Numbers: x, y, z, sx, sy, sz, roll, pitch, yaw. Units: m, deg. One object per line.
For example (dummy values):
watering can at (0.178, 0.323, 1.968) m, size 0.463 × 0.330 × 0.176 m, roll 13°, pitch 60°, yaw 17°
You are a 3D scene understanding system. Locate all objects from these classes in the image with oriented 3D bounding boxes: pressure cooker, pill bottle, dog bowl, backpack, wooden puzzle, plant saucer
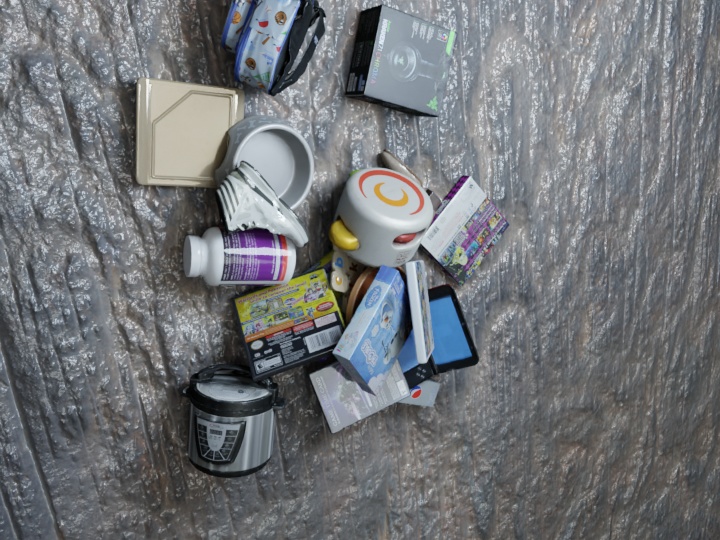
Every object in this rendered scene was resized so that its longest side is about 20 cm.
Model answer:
pressure cooker at (-0.256, 0.282, 1.191) m, size 0.175 × 0.178 × 0.201 m, roll -3°, pitch 106°, yaw -40°
pill bottle at (-0.232, -0.027, 1.153) m, size 0.199 × 0.112 × 0.113 m, roll 1°, pitch 103°, yaw -28°
dog bowl at (-0.176, -0.194, 1.151) m, size 0.199 × 0.059 × 0.201 m, roll -12°, pitch 111°, yaw -34°
backpack at (-0.160, -0.411, 1.052) m, size 0.153 × 0.200 × 0.191 m, roll 18°, pitch 104°, yaw 1°
wooden puzzle at (-0.312, -0.248, 1.101) m, size 0.199 × 0.037 × 0.186 m, roll -3°, pitch 105°, yaw -32°
plant saucer at (0.036, 0.079, 1.268) m, size 0.200 × 0.032 × 0.202 m, roll -17°, pitch 112°, yaw -46°

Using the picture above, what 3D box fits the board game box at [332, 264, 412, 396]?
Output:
board game box at (0.038, 0.125, 1.194) m, size 0.200 × 0.043 × 0.200 m, roll -59°, pitch 150°, yaw -19°

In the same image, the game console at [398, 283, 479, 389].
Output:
game console at (0.146, 0.155, 1.361) m, size 0.172 × 0.118 × 0.201 m, roll -23°, pitch 94°, yaw -33°

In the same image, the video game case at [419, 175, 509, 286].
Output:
video game case at (0.243, -0.092, 1.426) m, size 0.181 × 0.036 × 0.200 m, roll 42°, pitch 83°, yaw -29°

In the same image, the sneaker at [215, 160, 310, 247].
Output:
sneaker at (-0.189, -0.092, 1.102) m, size 0.115 × 0.076 × 0.201 m, roll -45°, pitch 119°, yaw -7°

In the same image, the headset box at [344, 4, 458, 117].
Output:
headset box at (0.089, -0.419, 1.227) m, size 0.199 × 0.093 × 0.175 m, roll 8°, pitch 100°, yaw -29°

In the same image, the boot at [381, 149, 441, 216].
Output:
boot at (0.079, -0.146, 1.315) m, size 0.200 × 0.070 × 0.146 m, roll 40°, pitch 95°, yaw -18°

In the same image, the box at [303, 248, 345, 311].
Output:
box at (-0.076, 0.042, 1.292) m, size 0.200 × 0.048 × 0.118 m, roll -38°, pitch 116°, yaw -12°

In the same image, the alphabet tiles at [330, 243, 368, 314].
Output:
alphabet tiles at (0.000, 0.000, 1.281) m, size 0.195 × 0.015 × 0.201 m, roll 18°, pitch 71°, yaw -51°

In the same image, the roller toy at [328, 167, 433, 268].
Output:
roller toy at (0.040, -0.099, 1.195) m, size 0.182 × 0.200 × 0.140 m, roll 20°, pitch 131°, yaw -4°

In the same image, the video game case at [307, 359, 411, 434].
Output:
video game case at (0.000, 0.250, 1.316) m, size 0.199 × 0.019 × 0.144 m, roll -23°, pitch 96°, yaw -15°

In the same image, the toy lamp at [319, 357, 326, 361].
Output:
toy lamp at (-0.036, 0.182, 1.344) m, size 0.199 × 0.058 × 0.059 m, roll 11°, pitch 98°, yaw -30°

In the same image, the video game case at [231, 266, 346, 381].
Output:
video game case at (-0.139, 0.102, 1.189) m, size 0.199 × 0.181 × 0.026 m, roll -19°, pitch 153°, yaw -5°

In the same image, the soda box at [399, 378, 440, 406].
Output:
soda box at (0.087, 0.273, 1.424) m, size 0.199 × 0.068 × 0.064 m, roll 15°, pitch 94°, yaw -30°

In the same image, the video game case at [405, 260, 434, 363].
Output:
video game case at (0.125, 0.080, 1.257) m, size 0.023 × 0.182 × 0.201 m, roll -6°, pitch 91°, yaw 12°
